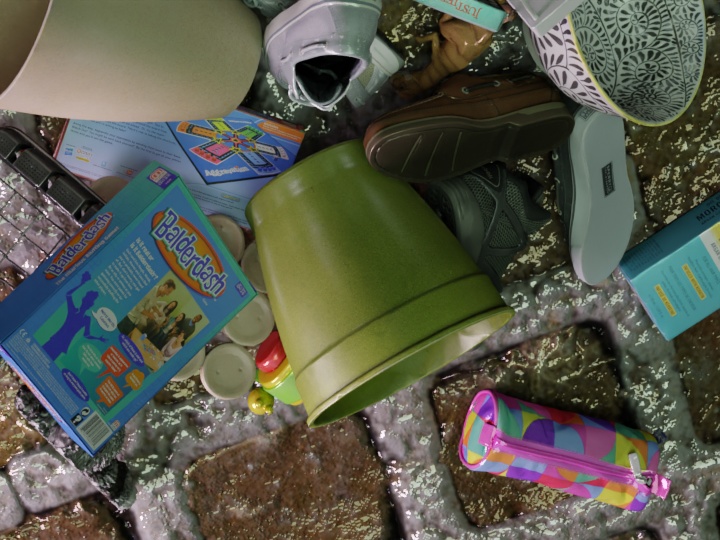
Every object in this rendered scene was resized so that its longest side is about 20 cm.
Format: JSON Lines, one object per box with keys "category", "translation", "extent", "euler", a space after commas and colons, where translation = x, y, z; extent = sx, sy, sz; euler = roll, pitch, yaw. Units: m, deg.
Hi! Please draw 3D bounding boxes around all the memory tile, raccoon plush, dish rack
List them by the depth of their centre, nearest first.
{"category": "dish rack", "translation": [-0.309, -0.008, 1.422], "extent": [0.153, 0.055, 0.200], "euler": [39, 85, 6]}
{"category": "memory tile", "translation": [-0.166, 0.015, 1.487], "extent": [0.199, 0.017, 0.154], "euler": [21, 82, -17]}
{"category": "raccoon plush", "translation": [-0.227, 0.116, 1.557], "extent": [0.134, 0.097, 0.200], "euler": [-46, 151, -11]}

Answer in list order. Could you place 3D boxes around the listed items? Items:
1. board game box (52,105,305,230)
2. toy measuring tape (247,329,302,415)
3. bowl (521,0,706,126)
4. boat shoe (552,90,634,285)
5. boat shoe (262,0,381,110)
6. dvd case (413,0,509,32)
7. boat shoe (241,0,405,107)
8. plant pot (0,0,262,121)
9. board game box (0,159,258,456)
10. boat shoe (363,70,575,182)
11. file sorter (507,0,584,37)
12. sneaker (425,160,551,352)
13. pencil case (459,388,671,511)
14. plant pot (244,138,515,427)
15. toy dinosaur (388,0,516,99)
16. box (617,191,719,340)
{"category": "board game box", "translation": [-0.158, -0.108, 1.485], "extent": [0.199, 0.019, 0.104], "euler": [18, 111, -18]}
{"category": "toy measuring tape", "translation": [-0.036, 0.059, 1.555], "extent": [0.073, 0.074, 0.200], "euler": [35, 104, -22]}
{"category": "bowl", "translation": [0.200, -0.214, 1.447], "extent": [0.200, 0.094, 0.203], "euler": [10, 76, -43]}
{"category": "boat shoe", "translation": [0.205, -0.078, 1.546], "extent": [0.068, 0.057, 0.201], "euler": [-29, 134, -25]}
{"category": "boat shoe", "translation": [-0.035, -0.165, 1.337], "extent": [0.069, 0.201, 0.072], "euler": [10, 78, -15]}
{"category": "dvd case", "translation": [0.027, -0.247, 1.359], "extent": [0.145, 0.200, 0.022], "euler": [18, 110, -18]}
{"category": "boat shoe", "translation": [-0.051, -0.215, 1.431], "extent": [0.201, 0.075, 0.065], "euler": [35, 104, -31]}
{"category": "plant pot", "translation": [-0.187, -0.195, 1.370], "extent": [0.199, 0.187, 0.188], "euler": [15, 111, -32]}
{"category": "board game box", "translation": [-0.196, 0.032, 1.409], "extent": [0.200, 0.045, 0.153], "euler": [-44, 132, -15]}
{"category": "boat shoe", "translation": [0.083, -0.126, 1.446], "extent": [0.199, 0.068, 0.072], "euler": [-8, 145, -30]}
{"category": "file sorter", "translation": [0.123, -0.313, 1.332], "extent": [0.139, 0.200, 0.125], "euler": [-39, 134, 7]}
{"category": "sneaker", "translation": [0.120, -0.016, 1.546], "extent": [0.114, 0.076, 0.201], "euler": [-23, 132, -21]}
{"category": "pencil case", "translation": [0.196, 0.174, 1.643], "extent": [0.198, 0.089, 0.089], "euler": [15, 110, -16]}
{"category": "plant pot", "translation": [0.000, 0.000, 1.451], "extent": [0.199, 0.200, 0.194], "euler": [-29, 80, 3]}
{"category": "toy dinosaur", "translation": [0.097, -0.202, 1.433], "extent": [0.060, 0.107, 0.200], "euler": [21, 152, -22]}
{"category": "box", "translation": [0.347, -0.025, 1.602], "extent": [0.199, 0.049, 0.082], "euler": [-34, 116, 5]}
